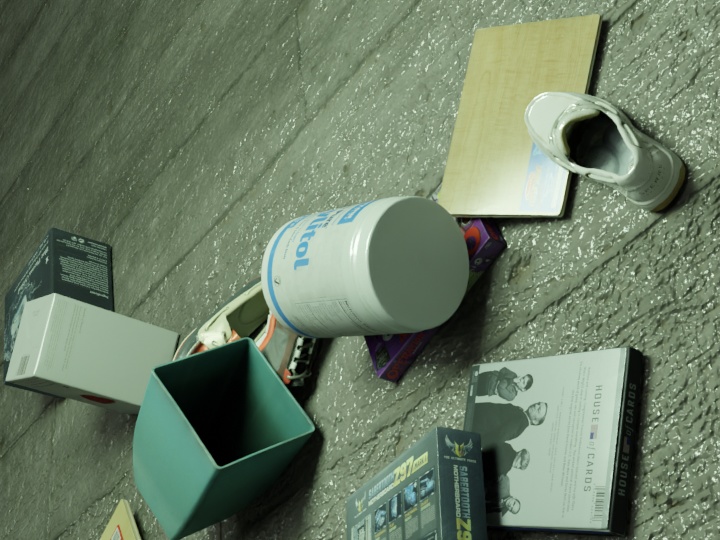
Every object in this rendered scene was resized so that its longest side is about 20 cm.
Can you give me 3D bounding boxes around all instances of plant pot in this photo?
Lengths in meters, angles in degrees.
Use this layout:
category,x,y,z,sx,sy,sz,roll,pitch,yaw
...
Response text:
category,x,y,z,sx,sy,sz,roll,pitch,yaw
plant pot,-0.176,0.209,1.387,0.142,0.140,0.201,50,133,24

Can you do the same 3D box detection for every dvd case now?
category,x,y,z,sx,sy,sz,roll,pitch,yaw
dvd case,0.156,0.148,1.041,0.199,0.025,0.152,-13,62,54

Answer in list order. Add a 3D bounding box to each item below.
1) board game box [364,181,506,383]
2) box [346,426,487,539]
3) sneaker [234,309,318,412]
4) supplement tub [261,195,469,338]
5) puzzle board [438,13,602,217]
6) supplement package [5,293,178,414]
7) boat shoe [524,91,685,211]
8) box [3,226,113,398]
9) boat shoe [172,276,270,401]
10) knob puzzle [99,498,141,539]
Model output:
category,x,y,z,sx,sy,sz,roll,pitch,yaw
board game box,0.066,0.005,1.259,0.201,0.032,0.121,-54,39,26
box,0.047,0.252,1.097,0.200,0.050,0.159,132,144,-51
sneaker,-0.073,0.091,1.405,0.201,0.076,0.082,-57,51,33
supplement tub,0.000,0.000,1.216,0.199,0.131,0.134,-9,65,54
puzzle board,0.155,-0.147,1.183,0.150,0.017,0.202,3,76,43
supplement package,-0.381,0.124,1.729,0.121,0.198,0.121,-14,61,54
boat shoe,0.199,-0.120,1.064,0.071,0.069,0.200,-61,36,9
box,-0.511,0.072,2.046,0.197,0.117,0.201,-48,39,32
boat shoe,-0.156,0.080,1.468,0.200,0.071,0.062,-49,17,-31
knob puzzle,-0.335,0.446,1.643,0.219,0.030,0.222,-33,48,45
